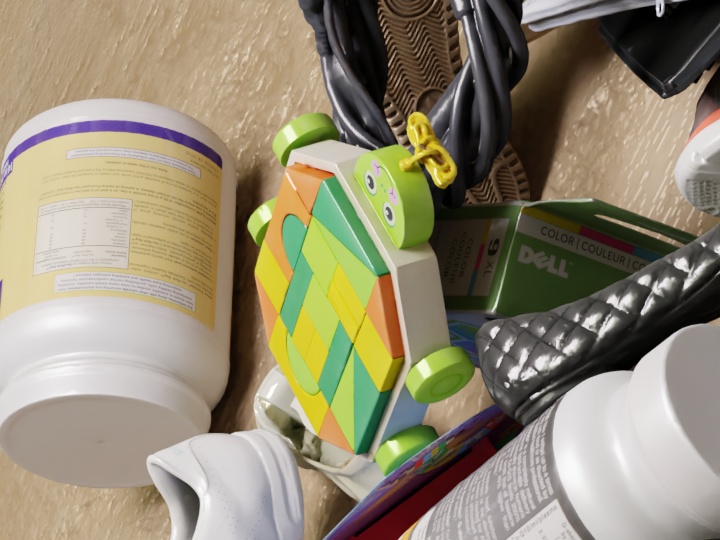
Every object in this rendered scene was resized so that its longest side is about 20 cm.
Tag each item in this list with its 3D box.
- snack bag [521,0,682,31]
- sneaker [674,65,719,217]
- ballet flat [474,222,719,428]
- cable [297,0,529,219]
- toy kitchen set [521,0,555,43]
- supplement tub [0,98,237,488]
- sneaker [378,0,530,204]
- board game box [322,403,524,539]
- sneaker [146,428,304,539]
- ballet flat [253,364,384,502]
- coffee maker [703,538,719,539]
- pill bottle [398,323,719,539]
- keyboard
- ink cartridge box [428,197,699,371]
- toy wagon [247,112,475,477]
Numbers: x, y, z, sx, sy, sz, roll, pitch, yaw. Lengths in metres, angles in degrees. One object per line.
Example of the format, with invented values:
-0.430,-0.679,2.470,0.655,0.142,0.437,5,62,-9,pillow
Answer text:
0.182,-0.183,1.390,0.189,0.021,0.200,-47,21,-25,snack bag
0.209,-0.104,1.337,0.200,0.077,0.082,-39,34,41,sneaker
0.139,0.000,1.336,0.200,0.066,0.057,-33,68,8,ballet flat
0.029,-0.111,1.406,0.163,0.051,0.200,19,115,53,cable
0.098,-0.214,1.608,0.163,0.180,0.200,-29,72,-4,toy kitchen set
-0.148,0.014,1.782,0.145,0.145,0.200,-35,44,45,supplement tub
0.016,-0.107,1.570,0.070,0.200,0.108,-29,19,-13,sneaker
0.030,0.133,1.454,0.039,0.158,0.200,52,125,13,board game box
-0.066,0.183,1.562,0.075,0.088,0.200,-39,60,50,sneaker
-0.018,0.077,1.607,0.200,0.069,0.069,25,94,60,ballet flat
0.146,0.215,1.181,0.192,0.135,0.200,-45,38,34,coffee maker
0.108,0.116,1.322,0.200,0.116,0.116,-44,39,39,pill bottle
0.170,-0.129,1.419,0.104,0.040,0.200,-51,13,9,keyboard
0.085,0.009,1.438,0.200,0.104,0.059,-2,71,58,ink cartridge box
0.000,0.000,1.406,0.155,0.040,0.200,60,154,26,toy wagon
